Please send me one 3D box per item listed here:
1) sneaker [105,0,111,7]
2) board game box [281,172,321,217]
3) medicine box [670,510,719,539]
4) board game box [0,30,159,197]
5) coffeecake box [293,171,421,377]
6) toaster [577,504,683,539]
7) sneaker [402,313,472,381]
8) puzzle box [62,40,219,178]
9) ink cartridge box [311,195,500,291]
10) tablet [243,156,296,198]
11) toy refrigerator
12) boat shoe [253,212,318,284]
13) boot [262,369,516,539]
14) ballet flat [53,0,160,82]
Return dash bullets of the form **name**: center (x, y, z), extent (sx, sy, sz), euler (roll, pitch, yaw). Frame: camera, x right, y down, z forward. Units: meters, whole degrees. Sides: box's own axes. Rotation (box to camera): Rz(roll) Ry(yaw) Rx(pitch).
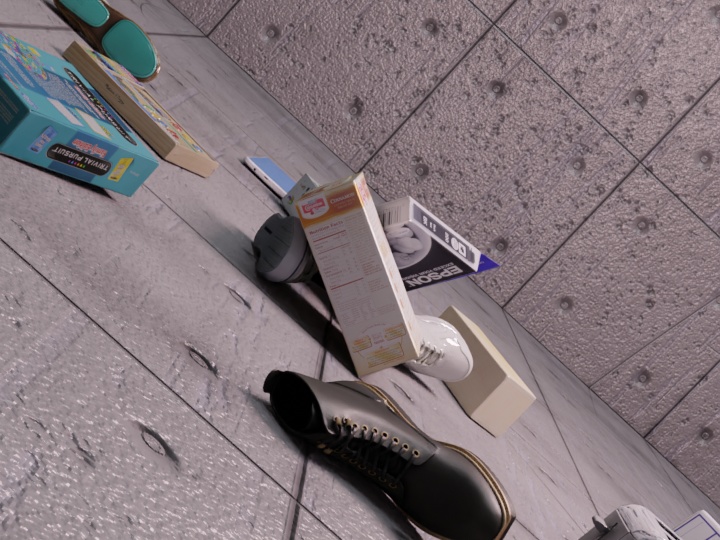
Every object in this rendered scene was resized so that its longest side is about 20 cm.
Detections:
- **sneaker**: center (-0.422, -0.446, 2.040), extent (0.200, 0.093, 0.070), euler (40, 8, -18)
- **board game box**: center (-0.021, -0.041, 1.991), extent (0.147, 0.064, 0.200), euler (38, 10, -33)
- **medicine box**: center (0.375, 0.374, 1.370), extent (0.200, 0.103, 0.182), euler (51, -9, 47)
- **board game box**: center (-0.286, -0.147, 1.215), extent (0.151, 0.047, 0.200), euler (47, 11, 22)
- **coffeecake box**: center (0.000, 0.000, 1.514), extent (0.154, 0.073, 0.200), euler (-63, 133, -82)
- **toaster**: center (0.261, 0.308, 1.241), extent (0.200, 0.129, 0.114), euler (42, 8, -7)
- **sneaker**: center (0.057, 0.090, 1.672), extent (0.200, 0.078, 0.099), euler (31, 18, -20)
- **puzzle box**: center (-0.270, -0.198, 1.709), extent (0.200, 0.025, 0.133), euler (45, 7, 16)
- **ink cartridge box**: center (0.038, -0.009, 1.692), extent (0.200, 0.198, 0.043), euler (33, 51, -43)
- **tablet**: center (-0.121, -0.134, 2.180), extent (0.130, 0.014, 0.200), euler (43, 6, 1)
- **toy refrigerator**: center (0.156, 0.136, 1.875), extent (0.070, 0.076, 0.200), euler (39, 8, -31)
- **boat shoe**: center (-0.072, -0.021, 1.546), extent (0.067, 0.074, 0.200), euler (36, 8, -15)
- **boot**: center (0.017, 0.153, 1.100), extent (0.200, 0.078, 0.138), euler (32, 4, 33)
- **ballet flat**: center (-0.351, -0.327, 1.923), extent (0.200, 0.068, 0.072), euler (40, -12, 8)
